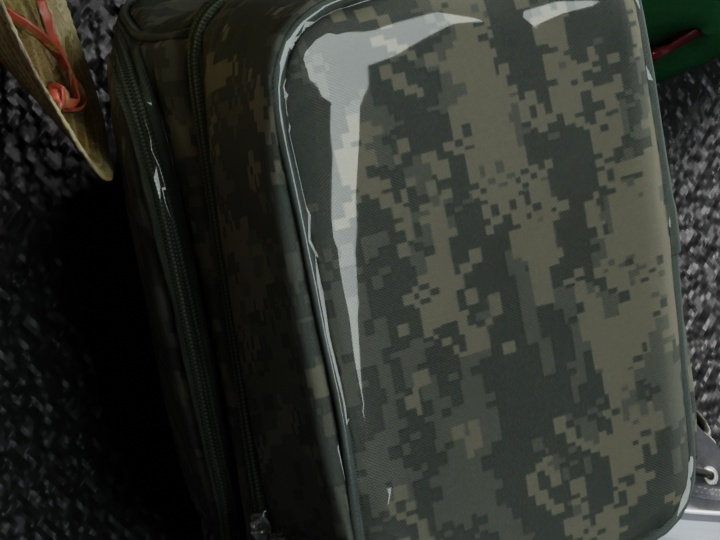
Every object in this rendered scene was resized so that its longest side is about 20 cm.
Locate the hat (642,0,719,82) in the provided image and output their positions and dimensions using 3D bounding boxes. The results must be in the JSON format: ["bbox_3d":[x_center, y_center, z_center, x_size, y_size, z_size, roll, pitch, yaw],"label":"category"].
[{"bbox_3d":[0.085,-0.067,1.060,0.199,0.166,0.177,13,106,-5],"label":"hat"}]

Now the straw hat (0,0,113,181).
[{"bbox_3d":[-0.147,-0.103,0.854,0.085,0.201,0.202,-21,104,2],"label":"straw hat"}]

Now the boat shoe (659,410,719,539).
[{"bbox_3d":[0.095,0.071,1.070,0.199,0.070,0.067,8,83,-32],"label":"boat shoe"}]

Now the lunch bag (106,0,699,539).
[{"bbox_3d":[0.000,0.000,0.912,0.139,0.167,0.201,-17,104,-27],"label":"lunch bag"}]
